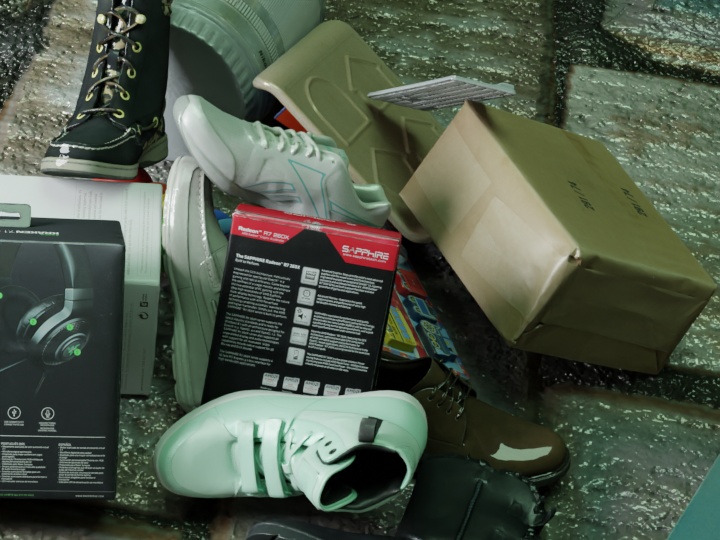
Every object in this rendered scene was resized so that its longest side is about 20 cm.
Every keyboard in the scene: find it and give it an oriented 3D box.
[{"bbox_3d":[0.063,-0.143,1.706,0.056,0.011,0.200,6,-2,-19],"label":"keyboard"}]

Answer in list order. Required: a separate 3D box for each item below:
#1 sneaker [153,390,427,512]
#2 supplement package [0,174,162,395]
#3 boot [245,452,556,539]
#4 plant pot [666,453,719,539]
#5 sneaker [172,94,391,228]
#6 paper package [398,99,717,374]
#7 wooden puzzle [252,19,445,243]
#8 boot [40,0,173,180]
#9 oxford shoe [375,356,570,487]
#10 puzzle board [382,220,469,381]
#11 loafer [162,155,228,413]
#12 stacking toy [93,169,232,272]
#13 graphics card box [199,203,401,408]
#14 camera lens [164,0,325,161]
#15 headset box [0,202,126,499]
[{"bbox_3d":[-0.054,0.131,1.464,0.200,0.074,0.118,-9,13,6],"label":"sneaker"},{"bbox_3d":[-0.254,0.009,1.605,0.199,0.120,0.121,4,41,-7],"label":"supplement package"},{"bbox_3d":[0.034,0.190,1.497,0.198,0.074,0.163,22,42,10],"label":"boot"},{"bbox_3d":[0.283,0.255,1.427,0.200,0.142,0.141,31,45,12],"label":"plant pot"},{"bbox_3d":[-0.058,-0.081,1.594,0.200,0.080,0.071,37,23,-32],"label":"sneaker"},{"bbox_3d":[0.159,-0.024,1.690,0.190,0.104,0.200,13,31,-42],"label":"paper package"},{"bbox_3d":[0.007,-0.115,1.797,0.200,0.046,0.185,43,29,-2],"label":"wooden puzzle"},{"bbox_3d":[-0.197,-0.153,1.645,0.073,0.154,0.204,7,11,10],"label":"boot"},{"bbox_3d":[0.064,0.112,1.582,0.199,0.085,0.073,14,40,2],"label":"oxford shoe"},{"bbox_3d":[0.000,0.000,1.688,0.150,0.017,0.200,21,30,-38],"label":"puzzle board"},{"bbox_3d":[-0.110,0.011,1.593,0.070,0.201,0.070,-5,4,8],"label":"loafer"},{"bbox_3d":[-0.147,-0.031,1.706,0.085,0.086,0.200,-29,50,-36],"label":"stacking toy"},{"bbox_3d":[-0.047,0.059,1.534,0.125,0.201,0.051,10,11,0],"label":"graphics card box"},{"bbox_3d":[-0.131,-0.209,1.844,0.159,0.160,0.200,18,42,10],"label":"camera lens"},{"bbox_3d":[-0.256,0.053,1.481,0.173,0.201,0.093,1,12,-9],"label":"headset box"}]
